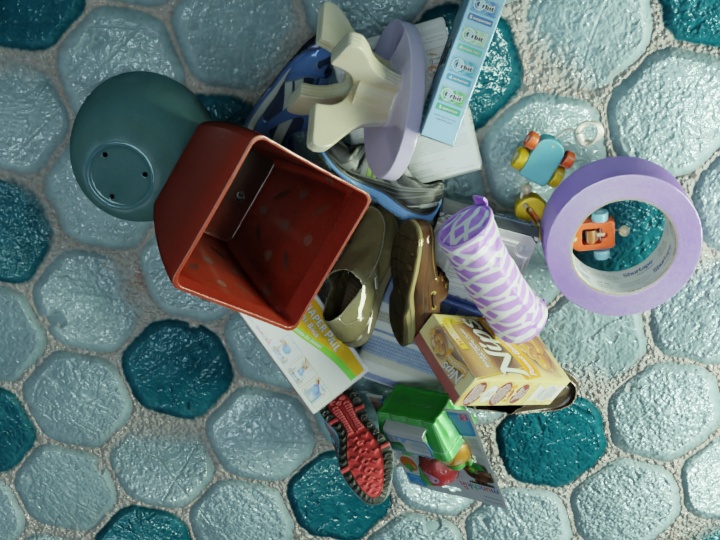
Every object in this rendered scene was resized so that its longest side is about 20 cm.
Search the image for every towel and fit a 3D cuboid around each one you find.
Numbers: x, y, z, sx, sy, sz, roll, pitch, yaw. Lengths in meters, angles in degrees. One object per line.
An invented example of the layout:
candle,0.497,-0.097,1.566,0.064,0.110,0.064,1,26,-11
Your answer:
towel,0.081,0.101,1.442,0.145,0.024,0.201,18,130,-3

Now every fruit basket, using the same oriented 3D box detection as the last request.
fruit basket,0.108,0.267,1.473,0.184,0.094,0.202,7,127,39

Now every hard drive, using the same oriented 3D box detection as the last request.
hard drive,0.149,0.002,1.381,0.138,0.038,0.201,15,132,-3

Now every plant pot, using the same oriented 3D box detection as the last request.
plant pot,-0.297,-0.147,1.325,0.198,0.135,0.202,1,114,3
plant pot,-0.145,-0.074,1.255,0.199,0.176,0.201,25,99,-42

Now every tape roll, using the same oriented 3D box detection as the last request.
tape roll,0.337,-0.043,1.311,0.198,0.066,0.202,1,118,2

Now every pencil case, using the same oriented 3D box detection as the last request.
pencil case,0.176,0.006,1.298,0.086,0.084,0.201,-46,125,-15

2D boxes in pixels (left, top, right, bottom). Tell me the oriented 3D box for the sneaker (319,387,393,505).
sneaker,0.002,0.261,1.465,0.079,0.201,0.096,-21,139,-3

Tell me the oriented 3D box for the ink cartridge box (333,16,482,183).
ink cartridge box,0.061,-0.212,1.329,0.161,0.057,0.202,-13,94,10

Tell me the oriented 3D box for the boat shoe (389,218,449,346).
boat shoe,0.080,0.012,1.321,0.067,0.072,0.202,-12,132,-16

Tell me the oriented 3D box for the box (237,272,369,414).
box,-0.093,0.081,1.410,0.101,0.112,0.201,-37,108,-8

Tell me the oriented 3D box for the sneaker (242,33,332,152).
sneaker,-0.071,-0.233,1.305,0.082,0.074,0.200,39,120,-7

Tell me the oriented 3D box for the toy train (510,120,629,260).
toy train,0.275,-0.107,1.348,0.149,0.056,0.202,-10,116,7

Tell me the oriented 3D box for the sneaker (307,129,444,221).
sneaker,0.020,-0.137,1.294,0.198,0.071,0.083,31,98,-5

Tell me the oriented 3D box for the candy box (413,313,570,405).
candy box,0.178,0.121,1.355,0.199,0.116,0.055,7,129,-42

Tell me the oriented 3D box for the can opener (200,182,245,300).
can opener,-0.200,-0.052,1.405,0.066,0.053,0.202,11,117,-12

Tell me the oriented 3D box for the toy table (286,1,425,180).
toy table,-0.002,-0.216,1.194,0.116,0.202,0.184,11,149,-24

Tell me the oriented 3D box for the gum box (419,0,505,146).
gum box,0.121,-0.254,1.203,0.044,0.170,0.202,19,100,-2

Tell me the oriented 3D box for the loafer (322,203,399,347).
loafer,0.000,0.000,1.354,0.075,0.202,0.067,-2,160,40

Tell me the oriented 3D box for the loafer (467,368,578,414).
loafer,0.228,0.183,1.453,0.198,0.071,0.074,0,116,-15
